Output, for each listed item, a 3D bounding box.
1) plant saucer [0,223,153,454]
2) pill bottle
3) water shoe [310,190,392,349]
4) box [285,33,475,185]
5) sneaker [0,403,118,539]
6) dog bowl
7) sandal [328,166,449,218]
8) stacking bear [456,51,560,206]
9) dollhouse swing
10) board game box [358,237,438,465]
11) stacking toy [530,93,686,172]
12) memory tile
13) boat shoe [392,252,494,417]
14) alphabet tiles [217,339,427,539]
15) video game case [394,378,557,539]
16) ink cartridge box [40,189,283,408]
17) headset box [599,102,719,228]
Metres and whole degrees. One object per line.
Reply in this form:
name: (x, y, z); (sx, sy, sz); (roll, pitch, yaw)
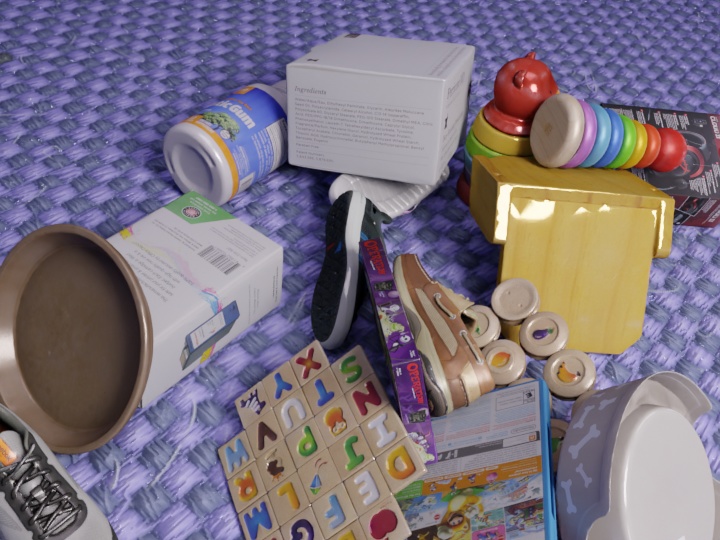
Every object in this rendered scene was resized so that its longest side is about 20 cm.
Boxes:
plant saucer: (-0.257, 0.060, 0.629); (0.199, 0.201, 0.029); (31, 13, 22)
pill bottle: (-0.149, -0.175, 0.924); (0.112, 0.113, 0.200); (29, 47, 20)
water shoe: (0.000, 0.000, 0.793); (0.079, 0.071, 0.201); (25, 55, -27)
box: (0.031, -0.217, 0.918); (0.198, 0.132, 0.199); (10, 31, 15)
sneaker: (-0.265, 0.178, 0.563); (0.200, 0.080, 0.074); (35, 48, 23)
dog bowl: (0.234, 0.185, 0.577); (0.199, 0.058, 0.202); (8, 77, -37)
sandal: (0.041, -0.102, 0.930); (0.202, 0.050, 0.083); (-23, 68, -36)
stacking bear: (0.197, -0.178, 0.919); (0.113, 0.201, 0.122); (25, 46, 16)
dollhouse swing: (0.231, -0.023, 0.832); (0.198, 0.177, 0.182); (4, 22, -6)
board game box: (0.032, 0.068, 0.665); (0.032, 0.121, 0.200); (-9, 33, -3)
stacking toy: (0.308, -0.157, 0.855); (0.198, 0.086, 0.086); (4, 42, -23)
memory tile: (0.149, 0.109, 0.692); (0.153, 0.017, 0.201); (-32, 49, 4)
boat shoe: (0.081, 0.058, 0.709); (0.073, 0.076, 0.201); (-14, 43, 0)
alphabet tiles: (-0.040, 0.160, 0.599); (0.166, 0.006, 0.201); (-36, 51, 7)
video game case: (0.090, 0.178, 0.588); (0.142, 0.018, 0.200); (-19, 27, 23)
ink cartridge box: (-0.198, 0.021, 0.731); (0.145, 0.088, 0.200); (31, 47, 23)
headset box: (0.425, -0.145, 0.987); (0.198, 0.075, 0.150); (4, 62, -5)
